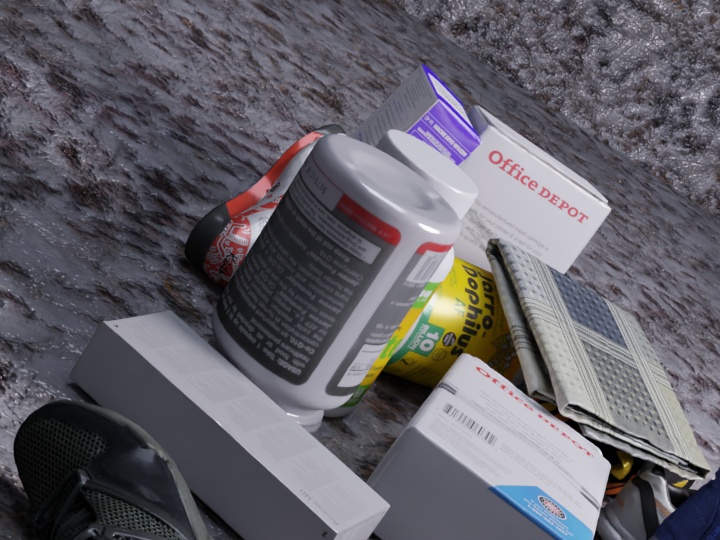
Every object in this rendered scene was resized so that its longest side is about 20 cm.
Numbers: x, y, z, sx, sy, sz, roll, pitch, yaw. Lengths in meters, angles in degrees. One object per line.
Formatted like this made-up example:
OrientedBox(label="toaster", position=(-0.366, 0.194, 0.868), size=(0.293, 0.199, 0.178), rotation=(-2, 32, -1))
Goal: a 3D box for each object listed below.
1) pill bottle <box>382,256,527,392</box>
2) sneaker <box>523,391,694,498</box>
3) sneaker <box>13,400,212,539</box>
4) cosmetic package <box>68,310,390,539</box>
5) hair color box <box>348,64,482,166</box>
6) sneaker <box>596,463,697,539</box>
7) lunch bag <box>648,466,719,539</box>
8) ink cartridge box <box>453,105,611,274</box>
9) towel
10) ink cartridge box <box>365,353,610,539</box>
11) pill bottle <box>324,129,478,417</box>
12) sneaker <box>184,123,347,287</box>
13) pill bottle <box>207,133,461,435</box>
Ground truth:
OrientedBox(label="pill bottle", position=(0.083, 0.050, 1.298), size=(0.199, 0.113, 0.113), rotation=(23, 20, -35))
OrientedBox(label="sneaker", position=(0.217, 0.163, 1.284), size=(0.199, 0.070, 0.090), rotation=(20, 2, -24))
OrientedBox(label="sneaker", position=(-0.133, 0.133, 0.739), size=(0.114, 0.076, 0.200), rotation=(21, 26, -54))
OrientedBox(label="cosmetic package", position=(-0.083, 0.107, 0.944), size=(0.200, 0.051, 0.082), rotation=(40, 16, 17))
OrientedBox(label="hair color box", position=(0.012, -0.082, 1.363), size=(0.065, 0.200, 0.109), rotation=(43, 14, -21))
OrientedBox(label="sneaker", position=(0.292, 0.235, 1.252), size=(0.199, 0.080, 0.074), rotation=(33, 16, -12))
OrientedBox(label="lunch bag", position=(0.299, 0.260, 1.115), size=(0.200, 0.132, 0.136), rotation=(43, 3, 29))
OrientedBox(label="ink cartridge box", position=(0.111, -0.027, 1.395), size=(0.144, 0.200, 0.084), rotation=(32, 14, -16))
OrientedBox(label="towel", position=(0.194, 0.078, 1.264), size=(0.192, 0.035, 0.201), rotation=(28, 29, -35))
OrientedBox(label="ink cartridge box", position=(0.093, 0.154, 1.085), size=(0.146, 0.086, 0.200), rotation=(36, 16, 5))
OrientedBox(label="pill bottle", position=(0.000, 0.000, 1.129), size=(0.111, 0.200, 0.111), rotation=(31, 18, -11))
OrientedBox(label="sneaker", position=(-0.046, -0.038, 1.267), size=(0.108, 0.067, 0.201), rotation=(38, 49, 13))
OrientedBox(label="pill bottle", position=(-0.030, 0.020, 1.021), size=(0.114, 0.200, 0.114), rotation=(30, 17, -11))
